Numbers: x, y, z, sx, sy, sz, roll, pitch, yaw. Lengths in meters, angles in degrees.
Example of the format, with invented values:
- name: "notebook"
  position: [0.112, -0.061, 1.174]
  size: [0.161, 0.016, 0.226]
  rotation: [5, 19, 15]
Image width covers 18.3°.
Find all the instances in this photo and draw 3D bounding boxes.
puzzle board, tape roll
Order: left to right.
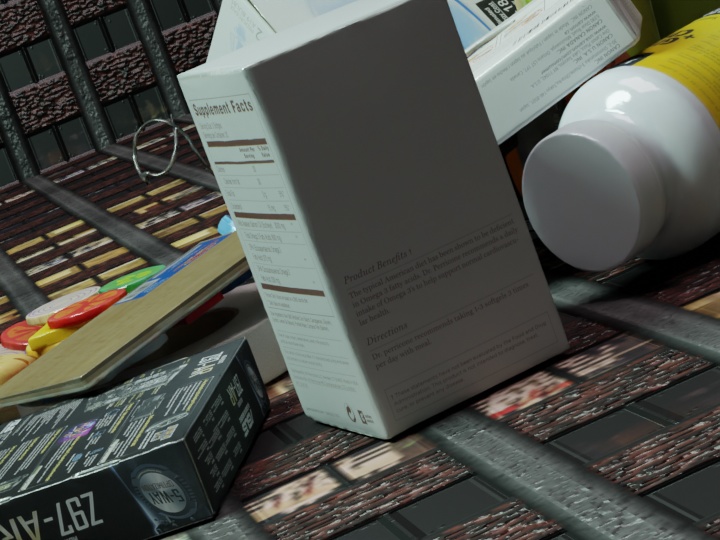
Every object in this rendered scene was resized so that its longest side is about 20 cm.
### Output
- name: "puzzle board"
  position: [-0.128, 0.027, 1.374]
  size: [0.200, 0.017, 0.150]
  rotation: [-37, 12, -32]
- name: "tape roll"
  position: [-0.120, 0.060, 1.410]
  size: [0.201, 0.037, 0.203]
  rotation: [-21, 9, 4]

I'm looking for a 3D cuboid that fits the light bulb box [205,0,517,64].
- name: "light bulb box"
  position: [0.021, -0.147, 1.677]
  size: [0.199, 0.198, 0.125]
  rotation: [-27, -25, -32]

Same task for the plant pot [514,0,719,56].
- name: "plant pot"
  position: [0.210, -0.204, 1.537]
  size: [0.181, 0.201, 0.199]
  rotation: [-30, 40, -11]

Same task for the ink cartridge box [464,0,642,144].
- name: "ink cartridge box"
  position: [0.078, -0.109, 1.344]
  size: [0.199, 0.045, 0.176]
  rotation: [-36, 7, 14]

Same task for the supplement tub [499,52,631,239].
- name: "supplement tub"
  position: [0.087, -0.077, 1.457]
  size: [0.199, 0.123, 0.122]
  rotation: [-15, 11, 32]

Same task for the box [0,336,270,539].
- name: "box"
  position: [-0.141, 0.104, 1.195]
  size: [0.159, 0.044, 0.200]
  rotation: [-19, 10, 9]

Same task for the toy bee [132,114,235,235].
- name: "toy bee"
  position: [-0.052, -0.048, 1.580]
  size: [0.131, 0.201, 0.108]
  rotation: [-43, -29, 16]

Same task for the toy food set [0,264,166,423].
- name: "toy food set"
  position: [-0.223, 0.058, 1.601]
  size: [0.198, 0.049, 0.198]
  rotation: [-19, 10, 14]

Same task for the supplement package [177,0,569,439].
- name: "supplement package"
  position: [0.005, -0.031, 1.156]
  size: [0.116, 0.202, 0.117]
  rotation: [-24, 10, -19]

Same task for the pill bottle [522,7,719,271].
- name: "pill bottle"
  position: [0.181, -0.074, 1.273]
  size: [0.111, 0.113, 0.199]
  rotation: [-11, 14, 45]
